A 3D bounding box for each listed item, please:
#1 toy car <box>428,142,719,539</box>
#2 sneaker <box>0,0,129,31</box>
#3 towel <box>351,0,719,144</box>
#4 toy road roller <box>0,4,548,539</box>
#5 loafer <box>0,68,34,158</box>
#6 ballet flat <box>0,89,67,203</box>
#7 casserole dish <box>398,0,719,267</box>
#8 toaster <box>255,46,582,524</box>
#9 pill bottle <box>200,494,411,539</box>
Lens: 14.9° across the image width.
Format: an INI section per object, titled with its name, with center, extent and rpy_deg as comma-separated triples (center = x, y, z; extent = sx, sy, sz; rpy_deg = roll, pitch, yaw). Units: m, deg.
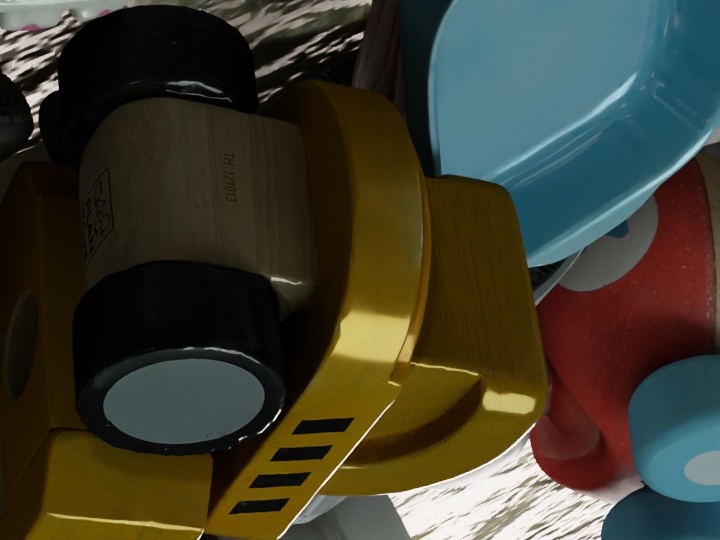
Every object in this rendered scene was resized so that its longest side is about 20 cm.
[toy car]
center = 0.056, 0.030, 1.116
extent = 0.200, 0.184, 0.177
rpy_deg = -2, 143, -4
[sneaker]
center = -0.107, -0.112, 0.726
extent = 0.200, 0.074, 0.087
rpy_deg = -18, 151, -30
[towel]
center = 0.088, -0.123, 0.936
extent = 0.200, 0.032, 0.191
rpy_deg = -8, 120, -45
[toy road roller]
center = -0.036, 0.028, 0.813
extent = 0.146, 0.123, 0.200
rpy_deg = 10, 142, -24
[loafer]
center = -0.174, -0.033, 0.768
extent = 0.200, 0.075, 0.070
rpy_deg = 3, 128, -54
[ballet flat]
center = -0.106, -0.002, 0.920
extent = 0.068, 0.068, 0.200
rpy_deg = -4, 146, -26
[casserole dish]
center = 0.062, -0.072, 0.850
extent = 0.121, 0.039, 0.200
rpy_deg = -32, 151, -13
[toaster]
center = 0.000, 0.000, 0.987
extent = 0.129, 0.114, 0.200
rpy_deg = -52, 173, 35
[pill bottle]
center = -0.078, 0.147, 1.025
extent = 0.200, 0.116, 0.116
rpy_deg = -24, 151, -14
